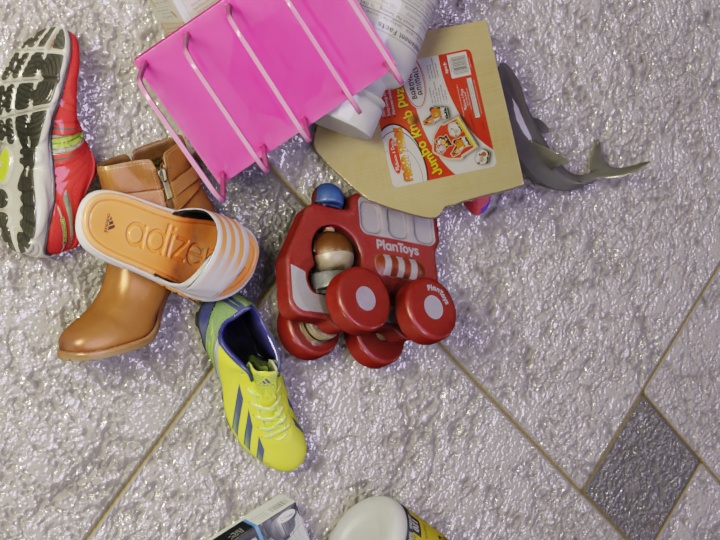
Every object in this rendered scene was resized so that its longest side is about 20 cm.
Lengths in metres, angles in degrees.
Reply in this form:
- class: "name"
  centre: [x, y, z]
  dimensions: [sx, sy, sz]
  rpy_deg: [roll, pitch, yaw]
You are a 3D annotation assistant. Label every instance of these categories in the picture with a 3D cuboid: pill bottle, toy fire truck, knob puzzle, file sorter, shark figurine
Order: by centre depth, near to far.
- class: "file sorter"
  centre: [-0.079, -0.172, 1.153]
  dimensions: [0.199, 0.126, 0.139]
  rpy_deg: [-33, 109, 4]
- class: "pill bottle"
  centre: [0.006, -0.236, 1.284]
  dimensions: [0.114, 0.114, 0.201]
  rpy_deg: [23, 86, -33]
- class: "toy fire truck"
  centre: [0.000, 0.000, 1.333]
  dimensions: [0.199, 0.112, 0.169]
  rpy_deg: [10, 65, -35]
- class: "knob puzzle"
  centre: [0.050, -0.147, 1.344]
  dimensions: [0.218, 0.030, 0.221]
  rpy_deg: [0, 82, 0]
- class: "pill bottle"
  centre: [0.063, 0.330, 1.388]
  dimensions: [0.200, 0.112, 0.112]
  rpy_deg: [40, 73, -30]
- class: "shark figurine"
  centre: [0.220, -0.124, 1.470]
  dimensions: [0.214, 0.089, 0.129]
  rpy_deg: [29, 80, -30]

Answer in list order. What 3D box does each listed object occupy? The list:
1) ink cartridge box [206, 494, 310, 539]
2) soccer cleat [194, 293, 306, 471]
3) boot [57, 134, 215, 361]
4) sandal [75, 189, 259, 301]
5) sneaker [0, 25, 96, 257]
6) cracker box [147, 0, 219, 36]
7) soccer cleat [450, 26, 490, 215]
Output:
- class: "ink cartridge box"
  centre: [-0.080, 0.338, 1.338]
  dimensions: [0.099, 0.039, 0.201]
  rpy_deg: [-30, 111, -29]
- class: "soccer cleat"
  centre: [-0.098, 0.114, 1.276]
  dimensions: [0.065, 0.084, 0.201]
  rpy_deg: [-32, 111, -28]
- class: "boot"
  centre: [-0.207, -0.020, 1.182]
  dimensions: [0.199, 0.076, 0.156]
  rpy_deg: [-31, 122, -34]
- class: "sandal"
  centre: [-0.154, -0.018, 1.153]
  dimensions: [0.206, 0.059, 0.080]
  rpy_deg: [16, 84, -48]
- class: "sneaker"
  centre: [-0.269, -0.112, 1.161]
  dimensions: [0.085, 0.077, 0.202]
  rpy_deg: [1, 99, -53]
- class: "cracker box"
  centre: [-0.146, -0.302, 1.222]
  dimensions: [0.134, 0.058, 0.201]
  rpy_deg: [-38, 113, -24]
- class: "soccer cleat"
  centre: [0.118, -0.160, 1.406]
  dimensions: [0.076, 0.067, 0.201]
  rpy_deg: [-19, 100, -16]
